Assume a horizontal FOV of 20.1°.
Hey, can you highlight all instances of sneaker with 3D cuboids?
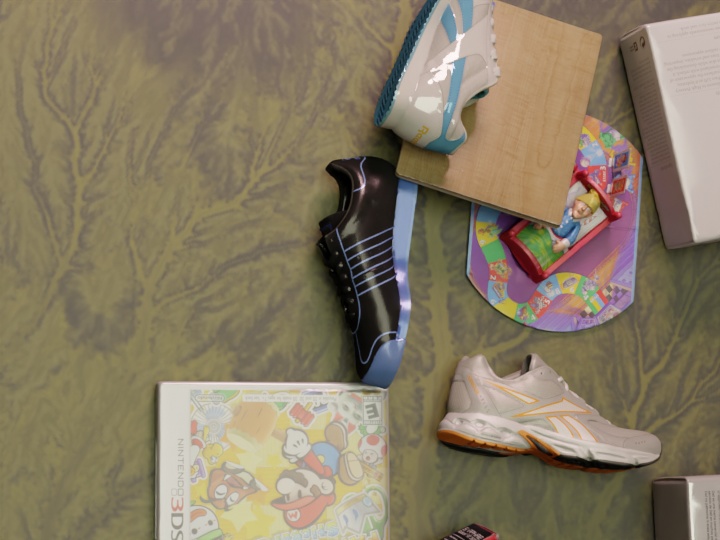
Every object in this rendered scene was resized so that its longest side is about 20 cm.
[{"bbox_3d":[0.000,0.000,1.731,0.078,0.070,0.200,8,73,-14],"label":"sneaker"},{"bbox_3d":[0.083,-0.191,1.747,0.081,0.077,0.200,28,70,-10],"label":"sneaker"},{"bbox_3d":[0.170,0.120,1.756,0.200,0.076,0.092,12,76,-13],"label":"sneaker"}]

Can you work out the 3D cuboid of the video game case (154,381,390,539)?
[{"bbox_3d":[-0.073,0.185,1.713,0.200,0.023,0.182,1,83,-14],"label":"video game case"}]

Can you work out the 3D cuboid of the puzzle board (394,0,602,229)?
[{"bbox_3d":[0.122,-0.144,1.781,0.151,0.017,0.200,17,64,-6],"label":"puzzle board"}]

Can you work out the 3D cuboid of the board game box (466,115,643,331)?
[{"bbox_3d":[0.178,-0.048,1.792,0.158,0.039,0.200,7,81,-13],"label":"board game box"}]

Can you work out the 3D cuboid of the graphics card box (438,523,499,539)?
[{"bbox_3d":[0.039,0.309,1.699,0.200,0.051,0.126,-24,104,-16],"label":"graphics card box"}]

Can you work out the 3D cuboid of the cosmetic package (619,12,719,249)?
[{"bbox_3d":[0.308,-0.125,1.819,0.102,0.074,0.200,-10,87,-14],"label":"cosmetic package"}]

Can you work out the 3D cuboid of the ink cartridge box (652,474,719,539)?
[{"bbox_3d":[0.366,0.250,1.779,0.200,0.084,0.146,0,83,-14],"label":"ink cartridge box"}]
